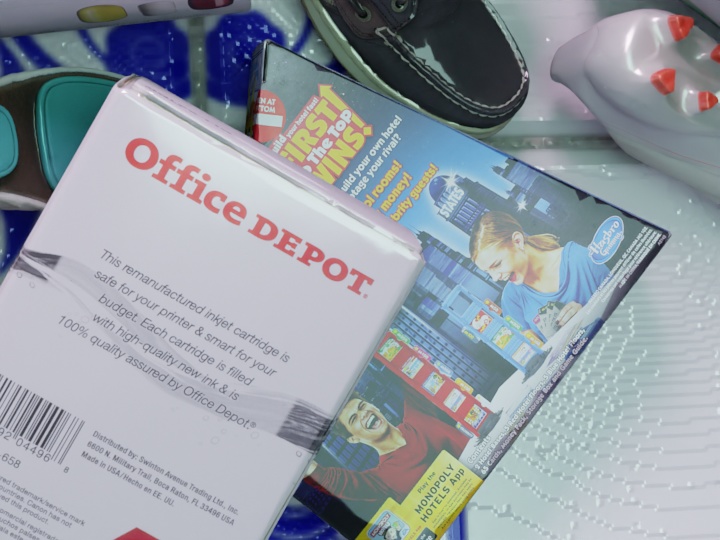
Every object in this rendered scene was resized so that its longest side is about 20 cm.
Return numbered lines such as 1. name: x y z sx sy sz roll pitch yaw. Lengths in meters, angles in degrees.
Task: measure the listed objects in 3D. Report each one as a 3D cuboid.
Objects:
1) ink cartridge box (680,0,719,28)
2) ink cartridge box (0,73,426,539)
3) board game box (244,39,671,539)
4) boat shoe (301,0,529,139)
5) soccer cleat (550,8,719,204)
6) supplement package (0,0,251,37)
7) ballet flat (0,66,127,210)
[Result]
1. ink cartridge box: 0.181 -0.115 1.046 0.161 0.200 0.050 33 108 -10
2. ink cartridge box: -0.083 0.038 0.970 0.144 0.084 0.200 30 98 -6
3. board game box: 0.000 0.000 1.058 0.200 0.062 0.200 39 84 -6
4. boat shoe: 0.008 -0.145 1.066 0.072 0.065 0.200 -43 96 -28
5. soccer cleat: 0.176 -0.062 1.111 0.200 0.078 0.069 34 69 -30
6. supplement package: -0.153 -0.182 0.990 0.200 0.111 0.156 -6 87 -2
7. ballet flat: -0.156 -0.053 1.014 0.200 0.069 0.070 -4 87 -45
